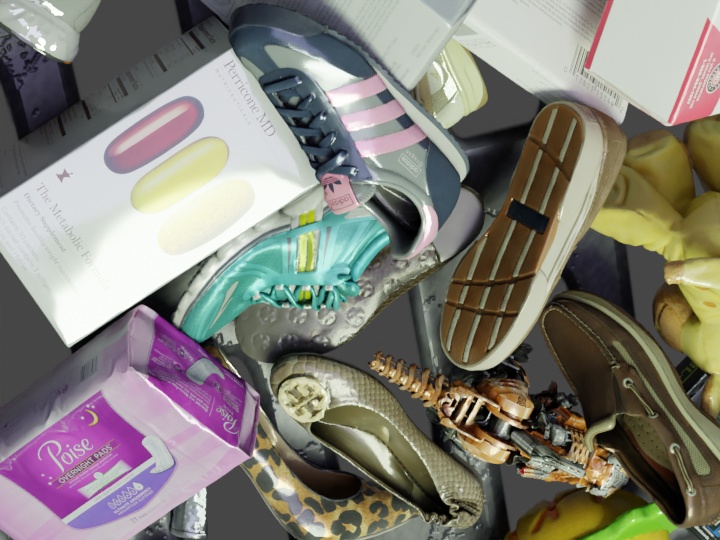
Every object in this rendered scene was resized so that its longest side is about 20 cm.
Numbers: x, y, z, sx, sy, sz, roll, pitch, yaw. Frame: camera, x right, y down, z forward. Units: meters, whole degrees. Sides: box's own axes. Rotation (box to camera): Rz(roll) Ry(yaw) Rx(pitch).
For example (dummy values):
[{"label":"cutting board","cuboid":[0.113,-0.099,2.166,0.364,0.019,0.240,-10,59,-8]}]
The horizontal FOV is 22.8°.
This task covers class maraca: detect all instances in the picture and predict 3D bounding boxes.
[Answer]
[{"label":"maraca","cuboid":[0.179,0.209,1.333,0.200,0.108,0.137,-38,159,35]}]

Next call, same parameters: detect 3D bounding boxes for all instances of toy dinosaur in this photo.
[{"label":"toy dinosaur","cuboid":[0.102,0.098,1.284,0.102,0.136,0.200,-42,112,3]}]

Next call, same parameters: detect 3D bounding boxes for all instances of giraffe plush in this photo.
[{"label":"giraffe plush","cuboid":[0.260,0.005,1.277,0.171,0.200,0.163,-21,127,-9]}]

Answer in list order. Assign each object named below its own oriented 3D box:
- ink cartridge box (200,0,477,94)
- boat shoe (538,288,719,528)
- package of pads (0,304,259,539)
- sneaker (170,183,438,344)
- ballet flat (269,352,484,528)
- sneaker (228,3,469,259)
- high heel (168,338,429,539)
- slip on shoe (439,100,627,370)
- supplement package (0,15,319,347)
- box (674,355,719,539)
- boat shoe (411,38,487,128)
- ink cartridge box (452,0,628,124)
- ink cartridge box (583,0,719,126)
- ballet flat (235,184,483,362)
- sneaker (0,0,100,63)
[{"label":"ink cartridge box","cuboid":[-0.034,-0.191,1.138,0.200,0.160,0.047,40,62,-1]},{"label":"boat shoe","cuboid":[0.185,0.096,1.252,0.074,0.202,0.075,-22,146,-34]},{"label":"package of pads","cuboid":[-0.176,0.119,1.218,0.199,0.076,0.120,-35,120,28]},{"label":"sneaker","cuboid":[-0.038,-0.006,1.207,0.199,0.078,0.080,-32,82,0]},{"label":"ballet flat","cuboid":[0.013,0.127,1.276,0.067,0.047,0.200,-30,121,35]},{"label":"sneaker","cuboid":[-0.012,-0.085,1.123,0.199,0.070,0.083,37,61,-28]},{"label":"high heel","cuboid":[-0.040,0.123,1.296,0.198,0.071,0.144,2,101,-15]},{"label":"slip on shoe","cuboid":[0.121,-0.020,1.234,0.060,0.076,0.202,9,108,-45]},{"label":"supplement package","cuboid":[-0.144,-0.063,1.184,0.199,0.110,0.114,-34,112,-2]},{"label":"box","cuboid":[0.322,0.133,1.398,0.193,0.048,0.200,-44,112,4]},{"label":"boat shoe","cuboid":[0.016,-0.180,1.209,0.063,0.073,0.201,-34,120,-6]},{"label":"ink cartridge box","cuboid":[0.127,-0.219,1.210,0.199,0.045,0.178,29,73,-37]},{"label":"ink cartridge box","cuboid":[0.258,-0.192,1.193,0.199,0.084,0.146,-17,135,-43]},{"label":"ballet flat","cuboid":[0.000,0.000,1.273,0.199,0.046,0.068,-34,101,2]},{"label":"sneaker","cuboid":[-0.245,-0.222,1.136,0.199,0.076,0.092,35,89,-29]}]
